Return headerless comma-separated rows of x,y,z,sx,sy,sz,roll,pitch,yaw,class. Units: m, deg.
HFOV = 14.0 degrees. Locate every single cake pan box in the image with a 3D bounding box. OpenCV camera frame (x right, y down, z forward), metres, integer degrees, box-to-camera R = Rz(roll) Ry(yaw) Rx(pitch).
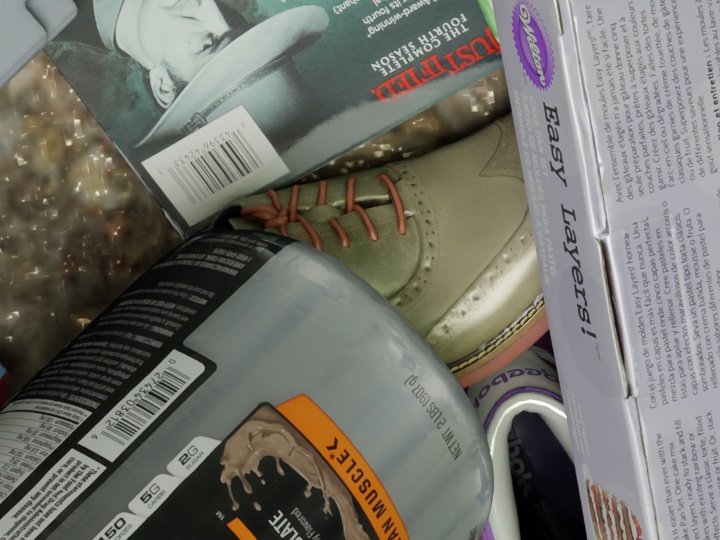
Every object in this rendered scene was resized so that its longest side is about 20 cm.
0.139,-0.020,0.844,0.184,0.052,0.200,-20,109,-22,cake pan box

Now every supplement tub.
-0.066,0.091,0.785,0.200,0.122,0.123,-45,111,-31,supplement tub

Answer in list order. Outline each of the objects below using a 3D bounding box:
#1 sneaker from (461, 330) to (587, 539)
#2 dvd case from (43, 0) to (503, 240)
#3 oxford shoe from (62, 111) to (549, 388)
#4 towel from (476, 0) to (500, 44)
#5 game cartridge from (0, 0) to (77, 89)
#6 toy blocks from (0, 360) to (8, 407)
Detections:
0.070,0.116,0.928,0.073,0.114,0.201,-24,109,-1,sneaker
-0.052,-0.119,0.864,0.146,0.022,0.200,-28,108,25,dvd case
0.000,0.000,0.891,0.200,0.071,0.075,-36,130,8,oxford shoe
0.112,-0.081,0.860,0.152,0.023,0.200,-33,111,-11,towel
-0.191,-0.103,0.824,0.200,0.041,0.133,47,59,-8,game cartridge
-0.202,0.053,0.892,0.137,0.100,0.200,37,91,-29,toy blocks
